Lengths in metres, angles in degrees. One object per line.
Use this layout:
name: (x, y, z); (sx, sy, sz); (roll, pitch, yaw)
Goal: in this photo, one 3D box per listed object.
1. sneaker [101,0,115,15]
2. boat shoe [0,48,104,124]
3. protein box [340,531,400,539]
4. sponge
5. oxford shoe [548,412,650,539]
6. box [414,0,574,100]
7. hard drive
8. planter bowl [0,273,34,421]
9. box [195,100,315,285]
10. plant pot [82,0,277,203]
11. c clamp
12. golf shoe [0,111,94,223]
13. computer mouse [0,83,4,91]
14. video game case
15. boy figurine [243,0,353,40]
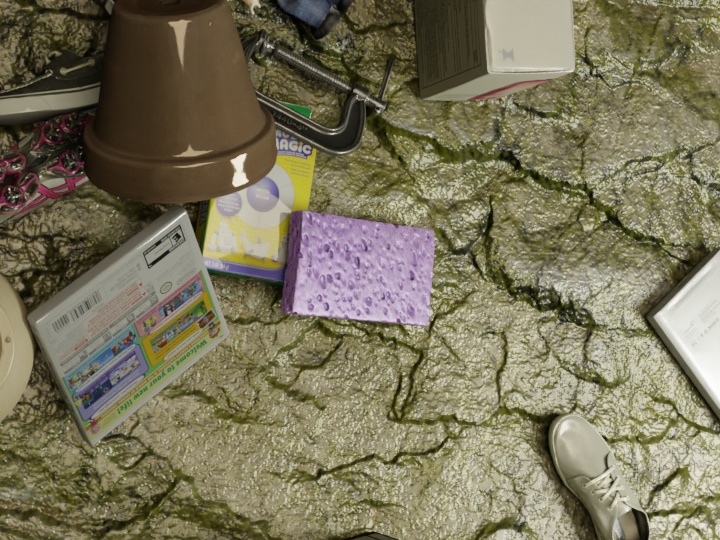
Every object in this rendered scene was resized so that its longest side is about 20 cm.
sneaker: (-0.214, -0.280, 1.676); (0.074, 0.087, 0.201); (-23, 115, 19)
boat shoe: (-0.311, -0.198, 1.645); (0.198, 0.070, 0.065); (-16, 92, -31)
protein box: (-0.033, 0.409, 1.685); (0.198, 0.135, 0.201); (-11, 92, -21)
sponge: (0.000, 0.000, 1.741); (0.198, 0.030, 0.113); (7, 86, -39)
oxford shoe: (0.290, 0.259, 1.860); (0.075, 0.058, 0.202); (-29, 96, -17)
box: (0.147, -0.268, 1.752); (0.108, 0.200, 0.130); (-2, 89, -20)
hard drive: (0.459, 0.093, 1.949); (0.132, 0.027, 0.201); (-41, 101, -18)
planter bowl: (-0.405, 0.074, 1.511); (0.198, 0.134, 0.203); (2, 85, -23)
box: (-0.113, -0.092, 1.718); (0.116, 0.048, 0.203); (10, 83, -21)
plant pot: (-0.186, -0.187, 1.560); (0.198, 0.200, 0.177); (-14, 120, -21)
c clamp: (-0.059, -0.206, 1.737); (0.198, 0.027, 0.173); (22, 52, -19)
golf shoe: (-0.338, -0.105, 1.626); (0.199, 0.092, 0.073); (-31, 90, -42)
computer mouse: (-0.425, -0.114, 1.612); (0.058, 0.034, 0.202); (28, 78, -17)
video game case: (-0.236, 0.058, 1.622); (0.200, 0.022, 0.183); (-39, 136, -25)
boy figurine: (-0.100, -0.342, 1.734); (0.199, 0.064, 0.125); (38, 76, -15)
